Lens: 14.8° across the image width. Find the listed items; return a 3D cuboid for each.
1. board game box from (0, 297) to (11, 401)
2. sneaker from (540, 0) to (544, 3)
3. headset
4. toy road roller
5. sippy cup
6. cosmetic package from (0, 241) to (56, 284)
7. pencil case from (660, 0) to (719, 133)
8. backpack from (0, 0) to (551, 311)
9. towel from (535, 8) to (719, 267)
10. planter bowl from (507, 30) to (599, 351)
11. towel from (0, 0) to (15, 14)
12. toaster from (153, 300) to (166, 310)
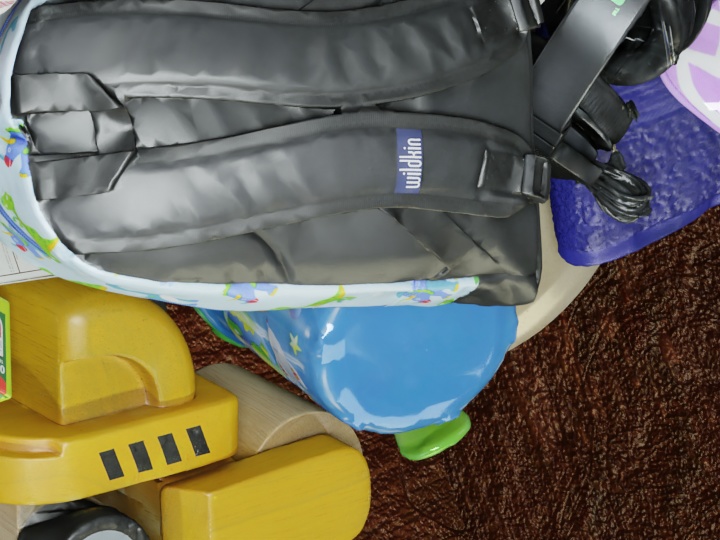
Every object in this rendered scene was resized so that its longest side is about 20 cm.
[{"bbox_3d":[-0.239,0.011,1.100,0.101,0.048,0.200,-20,148,25],"label":"board game box"},{"bbox_3d":[0.044,-0.137,1.135,0.080,0.074,0.200,-35,-171,-21],"label":"sneaker"},{"bbox_3d":[0.104,-0.080,1.136,0.124,0.094,0.200,-53,177,-23],"label":"headset"},{"bbox_3d":[-0.099,0.063,1.232,0.199,0.147,0.123,-13,-156,-36],"label":"toy road roller"},{"bbox_3d":[0.000,0.000,1.202,0.177,0.140,0.130,23,-165,-34],"label":"sippy cup"},{"bbox_3d":[-0.124,-0.050,1.235,0.082,0.051,0.200,-7,-162,21],"label":"cosmetic package"},{"bbox_3d":[0.207,-0.140,1.171,0.200,0.085,0.084,-52,-156,29],"label":"pencil case"},{"bbox_3d":[-0.047,-0.056,1.025,0.199,0.164,0.153,-11,-171,-34],"label":"backpack"},{"bbox_3d":[0.142,-0.111,1.268,0.147,0.201,0.050,-21,-142,-16],"label":"towel"},{"bbox_3d":[0.015,-0.064,1.354,0.200,0.201,0.135,-20,154,25],"label":"planter bowl"},{"bbox_3d":[-0.134,-0.089,0.849,0.146,0.030,0.200,-20,180,-39],"label":"towel"},{"bbox_3d":[-0.201,-0.002,1.467,0.113,0.130,0.200,-22,-179,-42],"label":"toaster"}]
